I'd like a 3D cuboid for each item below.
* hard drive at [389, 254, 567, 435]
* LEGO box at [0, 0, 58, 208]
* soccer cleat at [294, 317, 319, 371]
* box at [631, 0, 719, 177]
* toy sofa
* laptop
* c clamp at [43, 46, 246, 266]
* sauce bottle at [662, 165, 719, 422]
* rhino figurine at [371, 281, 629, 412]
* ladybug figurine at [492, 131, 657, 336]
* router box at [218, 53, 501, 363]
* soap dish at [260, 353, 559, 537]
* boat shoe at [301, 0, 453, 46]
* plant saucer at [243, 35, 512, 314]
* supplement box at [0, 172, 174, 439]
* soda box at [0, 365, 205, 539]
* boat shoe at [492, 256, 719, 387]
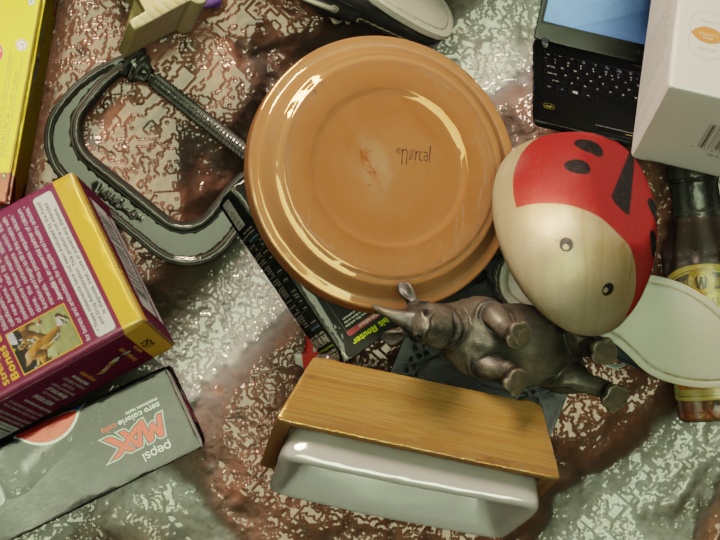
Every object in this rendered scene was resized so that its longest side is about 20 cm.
[{"bbox_3d":[0.090,0.085,1.377,0.134,0.042,0.201,23,88,-3],"label":"hard drive"},{"bbox_3d":[-0.315,-0.156,1.337,0.148,0.077,0.201,10,89,-3],"label":"LEGO box"},{"bbox_3d":[0.000,0.000,1.362,0.085,0.069,0.201,11,84,1],"label":"soccer cleat"},{"bbox_3d":[0.279,-0.175,1.301,0.124,0.098,0.201,14,61,-2],"label":"box"},{"bbox_3d":[-0.180,-0.272,1.331,0.097,0.083,0.201,-29,89,-16],"label":"toy sofa"},{"bbox_3d":[0.228,-0.182,1.357,0.176,0.200,0.104,12,125,-3],"label":"laptop"},{"bbox_3d":[-0.136,-0.099,1.376,0.199,0.027,0.171,33,94,-3],"label":"c clamp"},{"bbox_3d":[0.266,0.016,1.378,0.066,0.066,0.201,-8,89,-3],"label":"sauce bottle"},{"bbox_3d":[0.090,0.049,1.235,0.199,0.087,0.060,14,98,-29],"label":"rhino figurine"},{"bbox_3d":[0.157,-0.036,1.244,0.136,0.200,0.072,42,121,-15],"label":"ladybug figurine"},{"bbox_3d":[0.019,-0.043,1.308,0.200,0.062,0.150,-34,89,-18],"label":"router box"},{"bbox_3d":[0.033,0.128,1.280,0.199,0.157,0.082,12,71,-3],"label":"soap dish"},{"bbox_3d":[-0.022,-0.225,1.364,0.199,0.074,0.060,28,129,-18],"label":"boat shoe"},{"bbox_3d":[0.017,-0.070,1.263,0.199,0.032,0.202,3,80,-15],"label":"plant saucer"},{"bbox_3d":[-0.258,0.040,1.307,0.199,0.103,0.131,-27,75,0],"label":"supplement box"},{"bbox_3d":[-0.221,0.144,1.348,0.199,0.063,0.071,-26,91,-4],"label":"soda box"},{"bbox_3d":[0.192,0.036,1.333,0.199,0.062,0.075,16,88,-3],"label":"boat shoe"}]
